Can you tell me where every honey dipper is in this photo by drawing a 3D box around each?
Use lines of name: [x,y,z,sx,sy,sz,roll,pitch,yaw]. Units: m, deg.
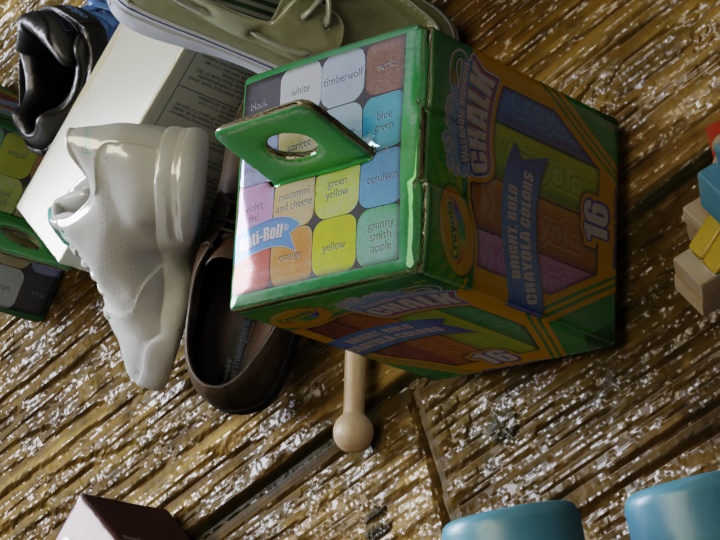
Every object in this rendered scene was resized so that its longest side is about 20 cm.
honey dipper: [0.000,0.000,1.217,0.038,0.038,0.201,-12,71,42]

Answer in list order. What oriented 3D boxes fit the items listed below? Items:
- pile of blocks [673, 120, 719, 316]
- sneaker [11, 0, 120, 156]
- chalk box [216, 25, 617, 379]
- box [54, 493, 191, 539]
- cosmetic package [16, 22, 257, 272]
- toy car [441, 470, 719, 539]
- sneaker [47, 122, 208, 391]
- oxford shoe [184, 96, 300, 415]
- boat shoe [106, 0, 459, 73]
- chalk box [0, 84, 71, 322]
pile of blocks: [0.192,-0.078,1.019,0.200,0.082,0.062,-56,46,16]
sneaker: [-0.149,-0.156,1.358,0.077,0.111,0.201,22,92,46]
chalk box: [0.020,-0.033,1.077,0.124,0.199,0.125,-12,68,42]
box: [-0.108,0.222,1.223,0.200,0.075,0.100,43,107,45]
cosmetic package: [-0.104,-0.091,1.300,0.200,0.103,0.073,-57,44,13]
toy car: [0.097,0.203,0.999,0.200,0.176,0.185,144,117,-66]
sneaker: [-0.134,-0.013,1.246,0.201,0.088,0.075,99,-179,-47]
oxford shoe: [-0.054,-0.021,1.229,0.072,0.084,0.201,7,84,9]
boat shoe: [-0.040,-0.138,1.190,0.062,0.199,0.072,134,145,-72]
chalk box: [-0.255,-0.053,1.422,0.200,0.124,0.124,29,98,45]
